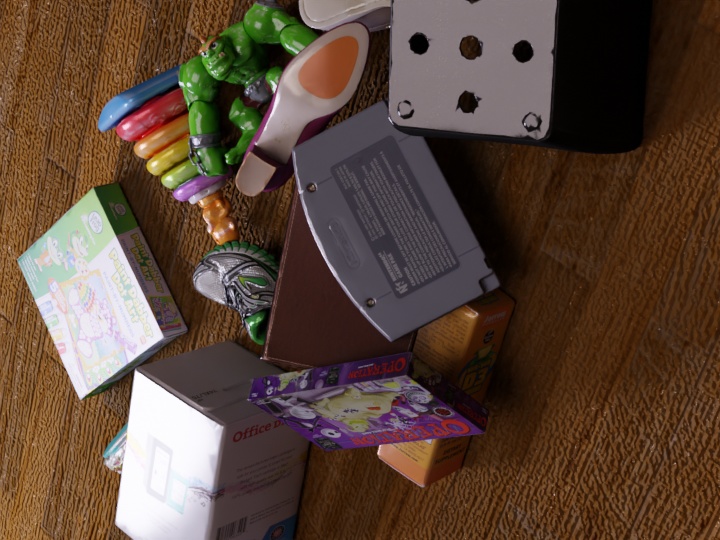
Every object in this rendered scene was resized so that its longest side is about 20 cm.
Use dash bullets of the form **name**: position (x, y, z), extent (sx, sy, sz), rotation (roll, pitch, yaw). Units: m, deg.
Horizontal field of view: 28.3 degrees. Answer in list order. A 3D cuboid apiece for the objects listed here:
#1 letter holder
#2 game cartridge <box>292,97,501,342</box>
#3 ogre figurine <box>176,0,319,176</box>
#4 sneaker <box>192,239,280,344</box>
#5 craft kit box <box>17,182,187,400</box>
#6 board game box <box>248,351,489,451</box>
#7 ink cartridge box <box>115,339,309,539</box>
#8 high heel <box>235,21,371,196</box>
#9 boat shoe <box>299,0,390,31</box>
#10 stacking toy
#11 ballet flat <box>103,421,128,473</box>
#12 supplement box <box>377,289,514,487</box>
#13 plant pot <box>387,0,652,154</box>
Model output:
- **letter holder**: position (0.000, 0.000, 1.366), extent (0.142, 0.101, 0.201), rotation (11, 90, 8)
- **game cartridge**: position (0.025, -0.044, 1.298), extent (0.133, 0.040, 0.200), rotation (-27, 86, 0)
- **ogre figurine**: position (-0.112, -0.191, 1.446), extent (0.200, 0.098, 0.120), rotation (-38, 82, 45)
- **sneaker**: position (-0.106, 0.028, 1.490), extent (0.200, 0.085, 0.078), rotation (16, 138, 39)
- **craft kit box**: position (-0.314, 0.028, 1.718), extent (0.197, 0.048, 0.200), rotation (-35, 78, 38)
- **board game box**: position (0.005, 0.125, 1.329), extent (0.200, 0.120, 0.032), rotation (-13, 56, 41)
- **ink cartridge box**: position (-0.157, 0.205, 1.554), extent (0.146, 0.147, 0.200), rotation (27, 117, 34)
- **high heel**: position (-0.048, -0.157, 1.366), extent (0.067, 0.096, 0.200), rotation (32, 108, 1)
- **boat shoe**: position (0.039, -0.261, 1.317), extent (0.200, 0.059, 0.072), rotation (-10, 82, 34)
- **stacking toy**: position (-0.181, -0.114, 1.535), extent (0.200, 0.110, 0.116), rotation (61, 149, -3)
- **ballet flat**: position (-0.238, 0.181, 1.684), extent (0.064, 0.076, 0.200), rotation (35, 133, -7)
- **supplement box**: position (0.081, 0.105, 1.372), extent (0.069, 0.066, 0.200), rotation (30, 120, 32)
- **plant pot**: position (0.118, -0.190, 1.155), extent (0.199, 0.177, 0.201), rotation (8, 106, 22)
